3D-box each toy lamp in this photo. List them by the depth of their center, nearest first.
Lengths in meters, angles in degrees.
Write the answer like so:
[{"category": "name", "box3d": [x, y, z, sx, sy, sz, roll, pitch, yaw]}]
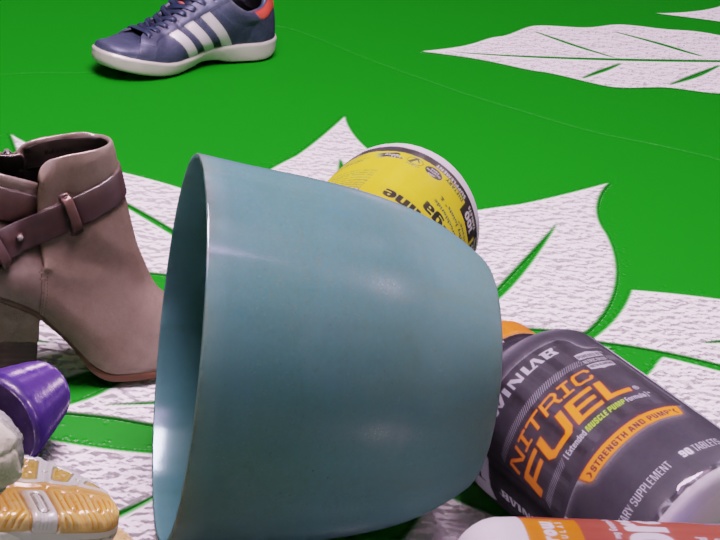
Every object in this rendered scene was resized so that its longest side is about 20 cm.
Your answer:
[{"category": "toy lamp", "box3d": [-0.221, 0.103, 0.867, 0.058, 0.059, 0.200, 17, 30, 21]}]

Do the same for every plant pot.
[{"category": "plant pot", "box3d": [-0.018, 0.048, 0.873, 0.159, 0.202, 0.201, 6, 25, -12]}]

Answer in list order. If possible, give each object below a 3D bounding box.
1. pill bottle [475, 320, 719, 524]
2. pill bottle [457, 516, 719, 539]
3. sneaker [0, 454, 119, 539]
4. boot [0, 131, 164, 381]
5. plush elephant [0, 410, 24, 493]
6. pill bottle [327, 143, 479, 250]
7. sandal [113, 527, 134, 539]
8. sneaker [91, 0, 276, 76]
[{"category": "pill bottle", "box3d": [0.124, 0.100, 0.896, 0.105, 0.107, 0.200, -10, 29, -31]}, {"category": "pill bottle", "box3d": [0.100, 0.167, 0.740, 0.198, 0.113, 0.112, 3, 25, -7]}, {"category": "sneaker", "box3d": [-0.209, 0.137, 0.760, 0.198, 0.089, 0.076, -2, 17, -23]}, {"category": "boot", "box3d": [-0.160, -0.010, 1.010, 0.198, 0.148, 0.070, -7, 26, -28]}, {"category": "plush elephant", "box3d": [-0.186, 0.168, 0.623, 0.199, 0.166, 0.155, -11, 39, -36]}, {"category": "pill bottle", "box3d": [0.000, 0.000, 1.069, 0.111, 0.114, 0.200, 13, 26, 15]}, {"category": "sandal", "box3d": [-0.087, 0.156, 0.768, 0.077, 0.070, 0.211, -15, 33, -37]}, {"category": "sneaker", "box3d": [-0.164, -0.237, 1.560, 0.199, 0.085, 0.075, -17, 34, -40]}]
